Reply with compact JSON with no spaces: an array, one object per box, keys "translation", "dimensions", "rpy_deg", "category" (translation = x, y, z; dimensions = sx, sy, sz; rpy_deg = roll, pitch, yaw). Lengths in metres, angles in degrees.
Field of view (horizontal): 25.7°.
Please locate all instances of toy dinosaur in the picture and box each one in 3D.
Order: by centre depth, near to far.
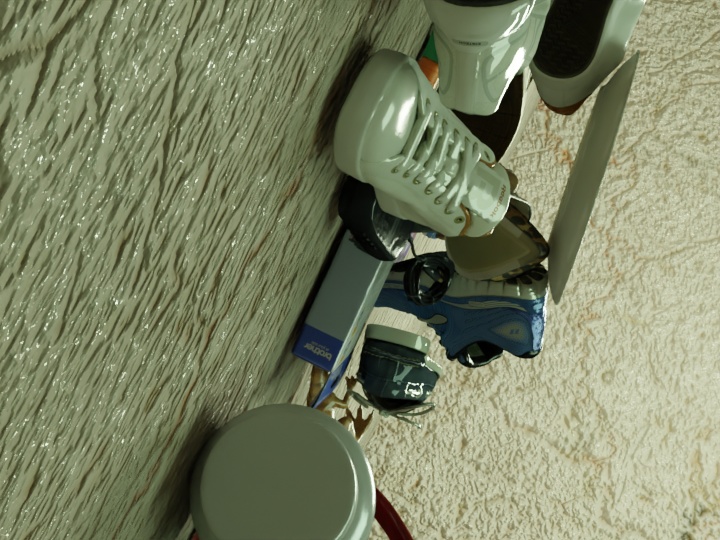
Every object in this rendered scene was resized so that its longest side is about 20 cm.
[{"translation":[-0.032,0.153,1.339],"dimensions":[0.106,0.060,0.200],"rpy_deg":[-3,91,-72],"category":"toy dinosaur"}]

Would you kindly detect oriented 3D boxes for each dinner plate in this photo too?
[{"translation":[0.170,-0.072,1.185],"dimensions":[0.200,0.024,0.201],"rpy_deg":[19,90,-86],"category":"dinner plate"}]

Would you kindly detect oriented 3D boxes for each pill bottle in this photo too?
[{"translation":[-0.047,0.143,0.981],"dimensions":[0.115,0.114,0.200],"rpy_deg":[-63,175,-11],"category":"pill bottle"}]

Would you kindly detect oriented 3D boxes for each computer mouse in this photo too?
[{"translation":[0.025,-0.024,1.084],"dimensions":[0.059,0.034,0.200],"rpy_deg":[-65,155,-15],"category":"computer mouse"}]

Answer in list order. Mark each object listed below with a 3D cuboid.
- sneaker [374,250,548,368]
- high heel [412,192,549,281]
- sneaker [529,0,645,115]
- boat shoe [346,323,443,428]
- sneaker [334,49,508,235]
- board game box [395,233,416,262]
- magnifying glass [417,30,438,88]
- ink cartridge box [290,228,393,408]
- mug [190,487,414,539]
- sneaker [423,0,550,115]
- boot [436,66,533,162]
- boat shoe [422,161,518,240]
[{"translation":[0.072,0.035,1.283],"dimensions":[0.078,0.200,0.089],"rpy_deg":[-15,105,-36],"category":"sneaker"},{"translation":[0.123,-0.037,1.234],"dimensions":[0.200,0.142,0.072],"rpy_deg":[18,-70,56],"category":"high heel"},{"translation":[0.181,-0.208,1.195],"dimensions":[0.200,0.073,0.085],"rpy_deg":[-60,161,-17],"category":"sneaker"},{"translation":[0.030,0.091,1.301],"dimensions":[0.200,0.075,0.062],"rpy_deg":[92,15,-80],"category":"boat shoe"},{"translation":[0.045,-0.067,0.899],"dimensions":[0.073,0.085,0.200],"rpy_deg":[-64,163,-4],"category":"sneaker"},{"translation":[0.061,-0.090,1.414],"dimensions":[0.200,0.032,0.120],"rpy_deg":[-64,179,-4],"category":"board game box"},{"translation":[0.059,-0.160,1.095],"dimensions":[0.200,0.022,0.080],"rpy_deg":[-62,174,-10],"category":"magnifying glass"},{"translation":[0.000,0.000,1.170],"dimensions":[0.119,0.042,0.200],"rpy_deg":[-40,153,-79],"category":"ink cartridge box"},{"translation":[-0.020,0.236,1.149],"dimensions":[0.178,0.200,0.133],"rpy_deg":[-61,167,-11],"category":"mug"},{"translation":[0.077,-0.158,0.879],"dimensions":[0.200,0.075,0.081],"rpy_deg":[-61,155,-51],"category":"sneaker"},{"translation":[0.117,-0.184,1.253],"dimensions":[0.156,0.073,0.200],"rpy_deg":[-57,161,-52],"category":"boot"},{"translation":[0.103,-0.057,1.439],"dimensions":[0.072,0.072,0.200],"rpy_deg":[-64,176,-8],"category":"boat shoe"}]
